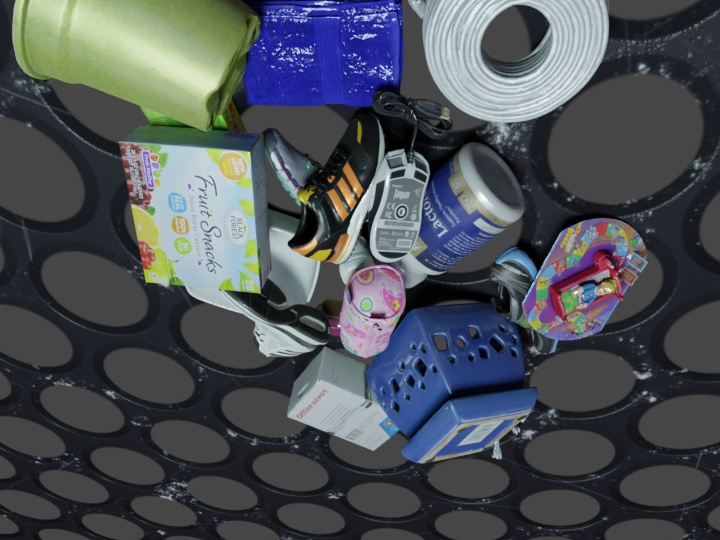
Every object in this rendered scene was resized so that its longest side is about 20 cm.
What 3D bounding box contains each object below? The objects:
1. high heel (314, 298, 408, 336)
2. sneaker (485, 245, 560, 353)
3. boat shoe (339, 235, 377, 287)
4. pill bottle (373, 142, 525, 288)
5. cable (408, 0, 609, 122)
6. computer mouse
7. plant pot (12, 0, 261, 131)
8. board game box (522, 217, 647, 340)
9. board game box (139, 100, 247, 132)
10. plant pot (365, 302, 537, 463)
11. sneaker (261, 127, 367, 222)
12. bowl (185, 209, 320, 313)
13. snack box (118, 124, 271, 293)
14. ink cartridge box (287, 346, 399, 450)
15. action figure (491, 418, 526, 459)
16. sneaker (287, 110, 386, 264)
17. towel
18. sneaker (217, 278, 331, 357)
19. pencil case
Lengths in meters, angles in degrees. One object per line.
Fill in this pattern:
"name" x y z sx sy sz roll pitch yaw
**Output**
"high heel" 0.013 0.094 1.063 0.197 0.069 0.096 20 155 -11
"sneaker" 0.245 0.052 0.954 0.082 0.071 0.201 -32 121 3
"boat shoe" 0.000 0.000 0.936 0.071 0.070 0.200 -17 160 10
"pill bottle" 0.111 -0.066 0.835 0.115 0.117 0.199 32 130 -23
"cable" 0.165 -0.258 0.670 0.197 0.070 0.201 -18 130 24
"computer mouse" 0.045 -0.111 0.765 0.108 0.044 0.204 3 109 -30
"plant pot" -0.207 -0.244 0.633 0.182 0.202 0.201 26 133 -10
"board game box" 0.328 0.025 0.893 0.155 0.039 0.203 15 113 -20
"board game box" -0.210 -0.189 0.809 0.100 0.048 0.202 -8 133 15
"plant pot" 0.148 0.182 0.986 0.197 0.182 0.201 0 142 -29
"sneaker" -0.057 -0.126 0.852 0.087 0.075 0.201 -30 130 4
"bowl" -0.160 -0.021 0.950 0.196 0.075 0.202 16 134 -8
"snack box" -0.206 -0.077 0.809 0.165 0.068 0.203 6 124 5
"ink cartridge box" -0.019 0.248 1.188 0.198 0.087 0.147 27 132 -16
"action figure" 0.235 0.276 1.196 0.197 0.134 0.151 -25 85 14
"sneaker" -0.034 -0.106 0.789 0.089 0.070 0.203 6 110 -34
"towel" -0.048 -0.253 0.720 0.196 0.050 0.149 2 134 6
"sneaker" -0.152 0.080 0.945 0.199 0.077 0.115 34 129 -28
"pencil case" 0.014 0.063 0.884 0.086 0.089 0.200 10 159 -2
